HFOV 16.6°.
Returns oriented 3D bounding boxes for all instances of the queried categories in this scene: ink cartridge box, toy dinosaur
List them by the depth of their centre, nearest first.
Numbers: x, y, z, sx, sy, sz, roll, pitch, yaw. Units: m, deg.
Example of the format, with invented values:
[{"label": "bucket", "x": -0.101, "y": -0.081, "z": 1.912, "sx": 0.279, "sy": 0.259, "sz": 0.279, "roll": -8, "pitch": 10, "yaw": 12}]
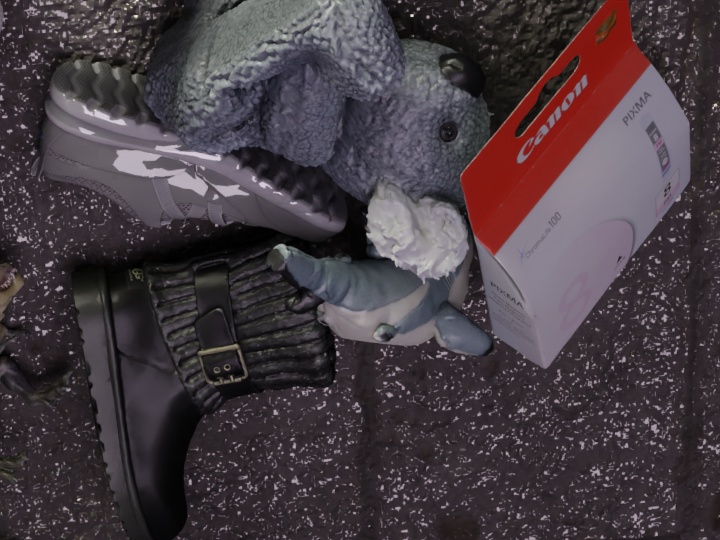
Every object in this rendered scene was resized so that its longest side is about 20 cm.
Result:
[{"label": "ink cartridge box", "x": 0.132, "y": -0.052, "z": 1.455, "sx": 0.163, "sy": 0.057, "sz": 0.200, "roll": -50, "pitch": 161, "yaw": -17}, {"label": "toy dinosaur", "x": -0.238, "y": 0.081, "z": 1.548, "sx": 0.088, "sy": 0.047, "sz": 0.200, "roll": 28, "pitch": 111, "yaw": -8}]

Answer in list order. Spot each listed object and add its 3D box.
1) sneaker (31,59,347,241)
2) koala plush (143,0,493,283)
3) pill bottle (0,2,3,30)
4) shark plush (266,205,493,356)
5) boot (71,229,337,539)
[{"label": "sneaker", "x": -0.104, "y": -0.060, "z": 1.494, "sx": 0.200, "sy": 0.075, "sz": 0.082, "roll": 22, "pitch": 126, "yaw": -14}, {"label": "koala plush", "x": -0.001, "y": -0.102, "z": 1.433, "sx": 0.184, "sy": 0.178, "sz": 0.200, "roll": -33, "pitch": 122, "yaw": 31}, {"label": "pill bottle", "x": -0.267, "y": -0.120, "z": 1.393, "sx": 0.111, "sy": 0.111, "sz": 0.200, "roll": 15, "pitch": 114, "yaw": -19}, {"label": "shark plush", "x": 0.000, "y": 0.000, "z": 1.494, "sx": 0.200, "sy": 0.091, "sz": 0.083, "roll": 8, "pitch": 90, "yaw": -44}, {"label": "boot", "x": -0.090, "y": 0.079, "z": 1.556, "sx": 0.158, "sy": 0.079, "sz": 0.211, "roll": -10, "pitch": 119, "yaw": -6}]
